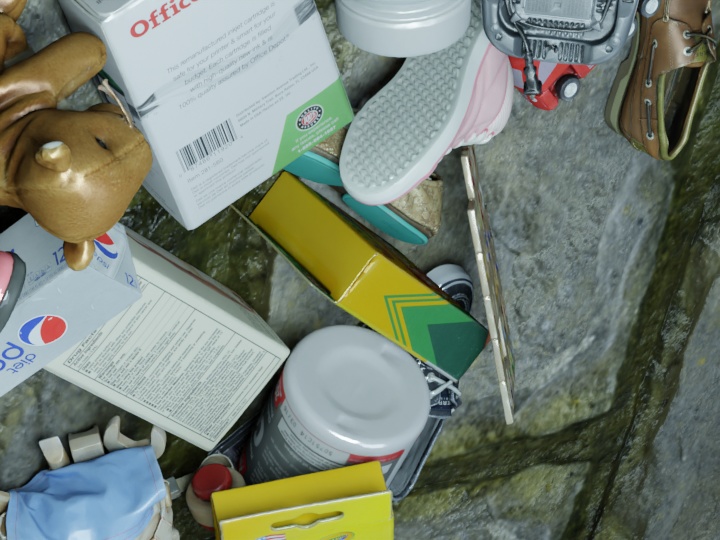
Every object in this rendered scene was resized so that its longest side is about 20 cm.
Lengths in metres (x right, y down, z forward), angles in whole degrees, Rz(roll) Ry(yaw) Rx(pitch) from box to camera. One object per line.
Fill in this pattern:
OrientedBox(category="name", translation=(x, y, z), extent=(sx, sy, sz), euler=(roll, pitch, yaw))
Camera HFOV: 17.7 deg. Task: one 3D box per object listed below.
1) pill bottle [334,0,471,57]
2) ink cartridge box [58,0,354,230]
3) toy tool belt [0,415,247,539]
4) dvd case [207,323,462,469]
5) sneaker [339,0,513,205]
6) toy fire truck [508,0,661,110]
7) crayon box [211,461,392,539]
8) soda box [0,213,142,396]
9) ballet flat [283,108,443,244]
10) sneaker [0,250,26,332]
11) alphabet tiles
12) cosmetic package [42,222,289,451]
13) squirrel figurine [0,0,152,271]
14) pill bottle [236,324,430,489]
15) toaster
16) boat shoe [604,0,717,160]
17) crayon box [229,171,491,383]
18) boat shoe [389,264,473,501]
OrientedBox(category="pill bottle", translation=(0.026, -0.251, 1.549), extent=(0.114, 0.114, 0.200), euler=(-25, 135, -23))
OrientedBox(category="ink cartridge box", translation=(-0.104, -0.150, 1.542), extent=(0.146, 0.084, 0.200), euler=(-35, 137, -14))
OrientedBox(category="toy tool belt", translation=(-0.185, 0.170, 1.693), extent=(0.200, 0.125, 0.123), euler=(-22, 133, -5))
OrientedBox(category="dvd case", translation=(-0.018, 0.128, 1.887), extent=(0.200, 0.016, 0.149), euler=(-39, 137, -8))
OrientedBox(category="sneaker", translation=(0.057, -0.105, 1.682), extent=(0.200, 0.075, 0.105), euler=(-61, 149, -29))
OrientedBox(category="toy fire truck", translation=(0.170, -0.230, 1.738), extent=(0.200, 0.049, 0.141), euler=(-46, 139, 0))
OrientedBox(category="crayon box", translation=(-0.040, 0.205, 1.685), extent=(0.127, 0.051, 0.200), euler=(-10, 145, -7))
OrientedBox(category="soda box", translation=(-0.243, 0.034, 1.534), extent=(0.200, 0.064, 0.068), euler=(-35, 142, 21))
OrientedBox(category="ballet flat", translation=(-0.003, -0.083, 1.710), extent=(0.200, 0.070, 0.065), euler=(33, 70, -51))
OrientedBox(category="sneaker", translation=(-0.295, 0.017, 1.450), extent=(0.087, 0.200, 0.074), euler=(38, 56, -39))
OrientedBox(category="alphabet tiles", translation=(0.099, -0.001, 1.771), extent=(0.008, 0.167, 0.201), euler=(-9, 103, 7))
OrientedBox(category="cosmetic package", translation=(-0.156, 0.039, 1.645), extent=(0.103, 0.087, 0.200), euler=(-49, 140, 4))
OrientedBox(category="squirrel figurine", translation=(-0.229, -0.069, 1.421), extent=(0.200, 0.187, 0.142), euler=(-23, 134, -25))
OrientedBox(category="pill bottle", translation=(-0.030, 0.143, 1.760), extent=(0.114, 0.114, 0.200), euler=(-14, 149, -32))
OrientedBox(category="toaster", translation=(0.145, -0.232, 1.624), extent=(0.113, 0.129, 0.201), euler=(6, 113, 5))
OrientedBox(category="boat shoe", translation=(0.255, -0.183, 1.831), extent=(0.072, 0.068, 0.200), euler=(-14, 129, -31))
OrientedBox(category="crayon box", translation=(0.000, 0.000, 1.716), extent=(0.051, 0.127, 0.200), euler=(-51, 140, 5))
OrientedBox(category="boat shoe", translation=(0.051, 0.093, 1.852), extent=(0.072, 0.068, 0.200), euler=(7, 116, -42))
